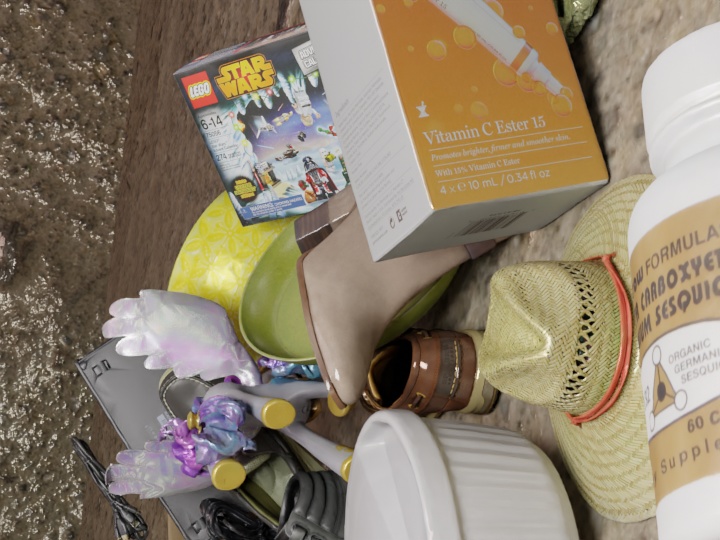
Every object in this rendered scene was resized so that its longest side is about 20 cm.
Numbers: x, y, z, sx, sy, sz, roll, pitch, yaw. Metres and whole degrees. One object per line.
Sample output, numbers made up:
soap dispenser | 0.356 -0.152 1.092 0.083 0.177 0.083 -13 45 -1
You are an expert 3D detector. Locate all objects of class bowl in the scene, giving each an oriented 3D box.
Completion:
bowl | -0.066 0.025 1.163 0.107 0.199 0.202 26 112 32

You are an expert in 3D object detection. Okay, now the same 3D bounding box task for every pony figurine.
pony figurine | -0.096 0.107 1.008 0.200 0.191 0.169 -149 61 -68

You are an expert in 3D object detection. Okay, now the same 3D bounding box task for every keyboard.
keyboard | -0.189 0.158 1.167 0.201 0.126 0.021 56 171 6

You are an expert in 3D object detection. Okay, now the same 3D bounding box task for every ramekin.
ramekin | 0.057 0.180 0.758 0.202 0.093 0.205 179 90 -76

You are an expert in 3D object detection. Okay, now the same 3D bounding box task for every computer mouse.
computer mouse | -0.058 0.272 1.081 0.053 0.138 0.200 -58 35 11

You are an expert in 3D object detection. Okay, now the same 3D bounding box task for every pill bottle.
pill bottle | 0.162 0.009 0.508 0.114 0.113 0.202 130 143 -59

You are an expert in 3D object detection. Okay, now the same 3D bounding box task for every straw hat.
straw hat | 0.108 0.035 0.710 0.201 0.084 0.204 -172 90 -72

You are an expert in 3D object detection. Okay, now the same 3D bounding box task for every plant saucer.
plant saucer | 0.000 0.000 0.981 0.198 0.031 0.201 -24 34 17

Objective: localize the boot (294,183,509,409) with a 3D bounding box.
boot | 0.032 -0.009 0.879 0.201 0.145 0.071 -103 -9 -45

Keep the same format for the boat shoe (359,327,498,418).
boat shoe | 0.033 0.073 0.951 0.200 0.067 0.073 156 120 -69

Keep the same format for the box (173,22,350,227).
box | -0.033 -0.117 1.001 0.198 0.040 0.138 -11 112 34

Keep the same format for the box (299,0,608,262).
box | 0.051 -0.123 0.802 0.097 0.123 0.202 -39 64 63

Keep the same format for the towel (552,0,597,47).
towel | 0.103 -0.190 0.896 0.200 0.036 0.150 138 136 -62

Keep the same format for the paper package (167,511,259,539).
paper package | -0.130 0.324 1.240 0.201 0.102 0.192 102 164 -52

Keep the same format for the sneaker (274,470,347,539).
sneaker | -0.015 0.235 0.986 0.071 0.098 0.202 119 151 -43

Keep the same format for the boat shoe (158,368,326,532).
boat shoe | -0.092 0.157 1.116 0.072 0.201 0.066 -43 9 12
